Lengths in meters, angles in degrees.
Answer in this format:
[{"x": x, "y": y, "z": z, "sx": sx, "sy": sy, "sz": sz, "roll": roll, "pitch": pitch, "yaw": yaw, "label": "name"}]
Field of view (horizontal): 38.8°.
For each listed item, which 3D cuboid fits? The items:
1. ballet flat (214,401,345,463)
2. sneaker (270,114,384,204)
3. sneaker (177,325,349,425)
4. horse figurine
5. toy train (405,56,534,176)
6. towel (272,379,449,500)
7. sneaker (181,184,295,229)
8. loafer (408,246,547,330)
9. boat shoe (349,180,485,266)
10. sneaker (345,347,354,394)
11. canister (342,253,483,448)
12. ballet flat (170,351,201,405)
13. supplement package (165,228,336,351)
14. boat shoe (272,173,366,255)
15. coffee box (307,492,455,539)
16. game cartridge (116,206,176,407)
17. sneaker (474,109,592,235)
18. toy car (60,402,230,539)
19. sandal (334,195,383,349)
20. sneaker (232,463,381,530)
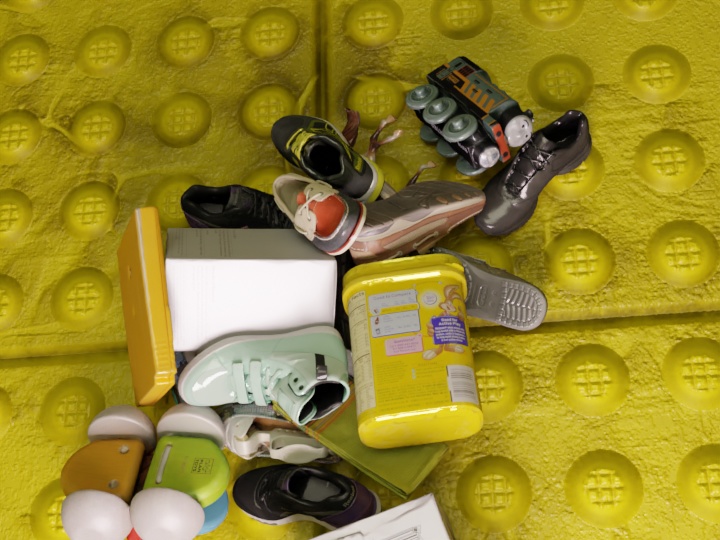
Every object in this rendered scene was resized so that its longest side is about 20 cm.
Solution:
[{"x": -0.102, "y": 0.197, "z": 1.211, "sx": 0.198, "sy": 0.071, "sz": 0.070, "roll": 1, "pitch": 113, "yaw": 19, "label": "ballet flat"}, {"x": -0.053, "y": -0.154, "z": 1.292, "sx": 0.199, "sy": 0.084, "sz": 0.075, "roll": 34, "pitch": 94, "yaw": 37, "label": "sneaker"}, {"x": -0.108, "y": 0.129, "z": 1.147, "sx": 0.198, "sy": 0.074, "sz": 0.119, "roll": -15, "pitch": 31, "yaw": -3, "label": "sneaker"}, {"x": 0.030, "y": -0.116, "z": 1.333, "sx": 0.133, "sy": 0.050, "sz": 0.200, "roll": -44, "pitch": 76, "yaw": 14, "label": "horse figurine"}, {"x": 0.138, "y": -0.202, "z": 1.315, "sx": 0.113, "sy": 0.086, "sz": 0.200, "roll": -34, "pitch": 40, "yaw": -5, "label": "toy train"}, {"x": -0.002, "y": 0.176, "z": 1.170, "sx": 0.199, "sy": 0.018, "sz": 0.086, "roll": 31, "pitch": 59, "yaw": 24, "label": "towel"}, {"x": -0.136, "y": -0.069, "z": 1.320, "sx": 0.197, "sy": 0.088, "sz": 0.077, "roll": 3, "pitch": 67, "yaw": 9, "label": "sneaker"}, {"x": 0.145, "y": 0.025, "z": 1.267, "sx": 0.199, "sy": 0.069, "sz": 0.076, "roll": 24, "pitch": 99, "yaw": 28, "label": "loafer"}, {"x": 0.066, "y": -0.057, "z": 1.252, "sx": 0.198, "sy": 0.073, "sz": 0.076, "roll": -17, "pitch": 33, "yaw": -24, "label": "boat shoe"}, {"x": 0.036, "y": 0.162, "z": 1.229, "sx": 0.198, "sy": 0.077, "sz": 0.086, "roll": 20, "pitch": 83, "yaw": 24, "label": "sneaker"}, {"x": 0.058, "y": 0.091, "z": 1.161, "sx": 0.147, "sy": 0.087, "sz": 0.202, "roll": -8, "pitch": 54, "yaw": 4, "label": "canister"}, {"x": -0.229, "y": 0.091, "z": 1.294, "sx": 0.074, "sy": 0.074, "sz": 0.201, "roll": -26, "pitch": 69, "yaw": -2, "label": "ballet flat"}, {"x": -0.134, "y": 0.021, "z": 1.229, "sx": 0.197, "sy": 0.117, "sz": 0.119, "roll": 0, "pitch": 110, "yaw": -9, "label": "supplement package"}, {"x": -0.052, "y": -0.073, "z": 1.203, "sx": 0.062, "sy": 0.200, "sz": 0.072, "roll": 34, "pitch": 92, "yaw": -25, "label": "boat shoe"}, {"x": 0.029, "y": 0.374, "z": 1.071, "sx": 0.198, "sy": 0.198, "sz": 0.201, "roll": -21, "pitch": 67, "yaw": 1, "label": "coffee box"}, {"x": -0.251, "y": 0.048, "z": 1.202, "sx": 0.032, "sy": 0.176, "sz": 0.202, "roll": -6, "pitch": 77, "yaw": -22, "label": "game cartridge"}, {"x": 0.215, "y": -0.131, "z": 1.296, "sx": 0.076, "sy": 0.091, "sz": 0.200, "roll": 39, "pitch": 81, "yaw": 18, "label": "sneaker"}, {"x": -0.240, "y": 0.257, "z": 1.189, "sx": 0.197, "sy": 0.151, "sz": 0.176, "roll": -4, "pitch": 40, "yaw": 11, "label": "toy car"}, {"x": 0.000, "y": 0.000, "z": 1.298, "sx": 0.081, "sy": 0.054, "sz": 0.203, "roll": -2, "pitch": 85, "yaw": 23, "label": "sandal"}, {"x": -0.076, "y": 0.246, "z": 1.171, "sx": 0.198, "sy": 0.088, "sz": 0.076, "roll": -1, "pitch": 56, "yaw": 33, "label": "sneaker"}]
